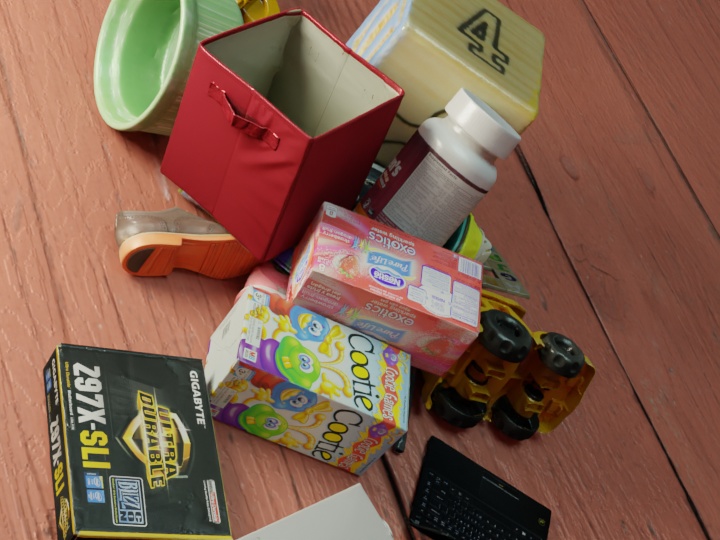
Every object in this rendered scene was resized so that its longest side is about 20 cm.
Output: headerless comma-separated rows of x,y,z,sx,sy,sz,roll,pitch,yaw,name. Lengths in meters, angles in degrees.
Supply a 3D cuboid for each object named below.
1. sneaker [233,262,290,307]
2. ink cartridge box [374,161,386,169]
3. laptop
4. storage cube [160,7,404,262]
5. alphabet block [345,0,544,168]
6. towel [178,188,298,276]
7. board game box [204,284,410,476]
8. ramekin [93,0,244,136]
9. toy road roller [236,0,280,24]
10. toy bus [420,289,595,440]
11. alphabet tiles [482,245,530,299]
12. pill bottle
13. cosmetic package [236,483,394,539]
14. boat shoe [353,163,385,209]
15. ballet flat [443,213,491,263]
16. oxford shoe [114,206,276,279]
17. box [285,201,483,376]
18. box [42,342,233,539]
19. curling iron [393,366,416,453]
-0.044,0.052,1.412,0.198,0.074,0.087,29,40,-14,sneaker
-0.012,-0.182,1.634,0.143,0.084,0.202,19,45,-26,ink cartridge box
0.152,0.273,1.349,0.176,0.103,0.201,33,41,-11,laptop
-0.089,-0.151,1.369,0.170,0.181,0.199,40,42,16,storage cube
0.094,-0.238,1.556,0.199,0.195,0.198,32,42,-16,alphabet block
-0.112,-0.070,1.505,0.199,0.023,0.144,38,39,-6,towel
-0.057,0.119,1.317,0.198,0.105,0.104,24,44,-19,board game box
-0.220,-0.251,1.450,0.097,0.200,0.202,12,48,-39,ramekin
-0.163,-0.368,1.658,0.146,0.122,0.201,48,41,-13,toy road roller
0.158,0.090,1.513,0.198,0.137,0.193,17,29,-27,toy bus
0.104,-0.023,1.584,0.197,0.008,0.168,15,20,-17,alphabet tiles
0.087,-0.103,1.436,0.109,0.201,0.110,36,15,-11,pill bottle
-0.059,0.292,1.178,0.198,0.085,0.108,-13,64,-45,cosmetic package
0.011,-0.087,1.531,0.197,0.074,0.061,17,48,-8,boat shoe
0.130,-0.040,1.555,0.067,0.067,0.200,33,15,-13,ballet flat
-0.178,-0.040,1.389,0.198,0.072,0.074,3,49,-36,oxford shoe
0.026,0.023,1.356,0.198,0.095,0.104,20,48,-15,box
-0.214,0.172,1.190,0.158,0.049,0.202,9,50,-31,box
0.044,0.123,1.457,0.049,0.026,0.202,1,55,-3,curling iron
